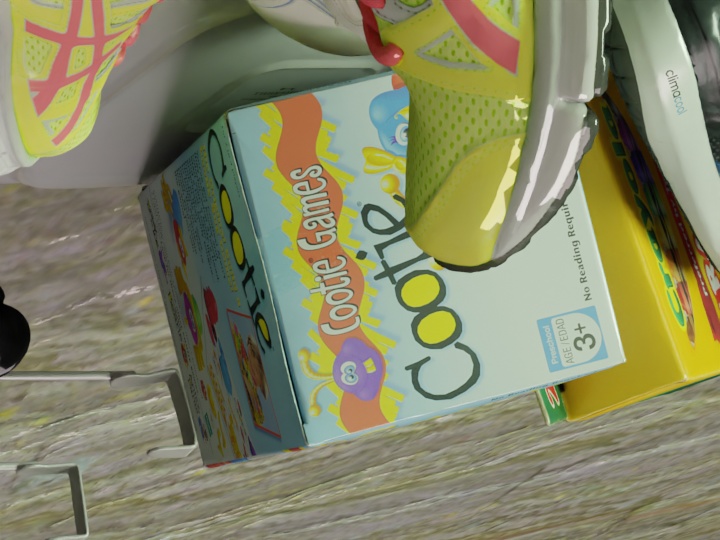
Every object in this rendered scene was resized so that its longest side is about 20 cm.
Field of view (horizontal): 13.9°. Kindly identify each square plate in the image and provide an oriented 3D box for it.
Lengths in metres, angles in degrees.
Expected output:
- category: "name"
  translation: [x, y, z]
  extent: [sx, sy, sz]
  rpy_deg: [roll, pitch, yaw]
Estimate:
- category: "square plate"
  translation: [-0.030, -0.070, 1.008]
  extent: [0.199, 0.029, 0.198]
  rpy_deg: [-4, 161, -40]

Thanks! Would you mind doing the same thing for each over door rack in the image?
- category: "over door rack"
  translation: [-0.181, 0.049, 1.179]
  extent: [0.199, 0.067, 0.148]
  rpy_deg: [12, 156, -19]

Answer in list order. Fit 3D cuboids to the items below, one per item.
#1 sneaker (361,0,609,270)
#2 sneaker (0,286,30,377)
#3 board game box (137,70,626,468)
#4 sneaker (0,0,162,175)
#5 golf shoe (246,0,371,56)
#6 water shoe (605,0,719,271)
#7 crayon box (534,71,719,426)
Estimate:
- category: "sneaker"
  translation: [0.009, -0.096, 0.677]
  extent: [0.090, 0.201, 0.078]
  rpy_deg: [-4, -158, -6]
- category: "sneaker"
  translation: [-0.147, 0.002, 1.011]
  extent: [0.083, 0.072, 0.200]
  rpy_deg: [23, 168, -11]
- category: "board game box"
  translation: [0.000, 0.000, 0.962]
  extent: [0.103, 0.105, 0.200]
  rpy_deg: [-14, 178, -12]
- category: "sneaker"
  translation: [-0.077, -0.085, 0.796]
  extent: [0.090, 0.078, 0.200]
  rpy_deg: [-17, 166, -5]
- category: "golf shoe"
  translation: [0.004, -0.084, 0.826]
  extent: [0.078, 0.098, 0.200]
  rpy_deg: [-23, 165, -3]
- category: "water shoe"
  translation: [0.141, -0.055, 1.028]
  extent: [0.079, 0.072, 0.200]
  rpy_deg: [-23, 156, 10]
- category: "crayon box"
  translation: [0.093, -0.013, 1.102]
  extent: [0.051, 0.127, 0.200]
  rpy_deg: [-21, 176, 17]
